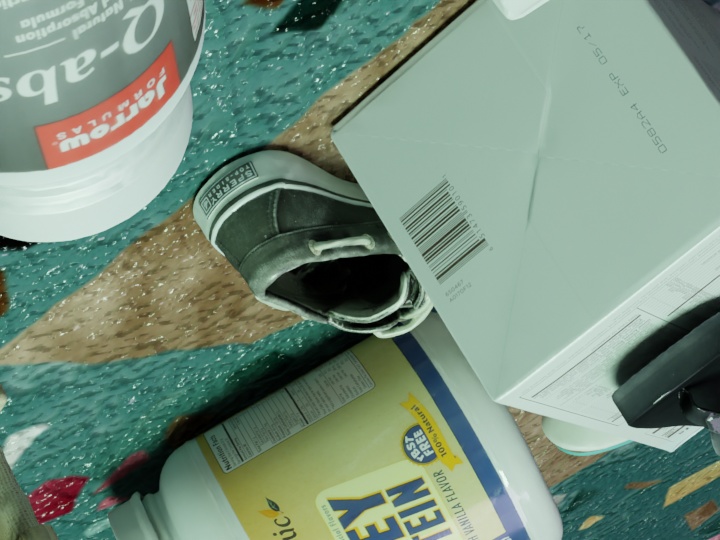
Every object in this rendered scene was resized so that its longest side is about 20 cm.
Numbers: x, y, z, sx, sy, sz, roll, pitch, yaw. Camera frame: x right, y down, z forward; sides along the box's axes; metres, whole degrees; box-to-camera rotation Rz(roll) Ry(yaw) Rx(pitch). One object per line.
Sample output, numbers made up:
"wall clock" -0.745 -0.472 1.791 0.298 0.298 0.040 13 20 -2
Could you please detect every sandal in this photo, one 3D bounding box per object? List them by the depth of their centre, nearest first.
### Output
"sandal" 0.180 0.053 1.014 0.076 0.043 0.200 -43 154 24

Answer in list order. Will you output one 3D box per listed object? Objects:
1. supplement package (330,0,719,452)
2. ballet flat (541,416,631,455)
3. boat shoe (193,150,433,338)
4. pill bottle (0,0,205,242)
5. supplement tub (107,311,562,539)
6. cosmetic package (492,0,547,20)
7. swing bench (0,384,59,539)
"supplement package" 0.121 -0.030 1.028 0.150 0.152 0.200 -39 154 17
"ballet flat" 0.186 0.039 1.347 0.199 0.070 0.070 -24 154 -26
"boat shoe" 0.000 0.000 1.051 0.071 0.064 0.200 -43 153 22
"pill bottle" -0.107 -0.097 0.696 0.115 0.116 0.200 -27 154 -10
"supplement tub" -0.013 0.127 1.170 0.199 0.145 0.145 -30 155 -4
"cosmetic package" 0.047 -0.208 0.612 0.165 0.165 0.200 -32 154 2
"swing bench" -0.189 0.024 0.724 0.129 0.199 0.200 -28 155 -8
